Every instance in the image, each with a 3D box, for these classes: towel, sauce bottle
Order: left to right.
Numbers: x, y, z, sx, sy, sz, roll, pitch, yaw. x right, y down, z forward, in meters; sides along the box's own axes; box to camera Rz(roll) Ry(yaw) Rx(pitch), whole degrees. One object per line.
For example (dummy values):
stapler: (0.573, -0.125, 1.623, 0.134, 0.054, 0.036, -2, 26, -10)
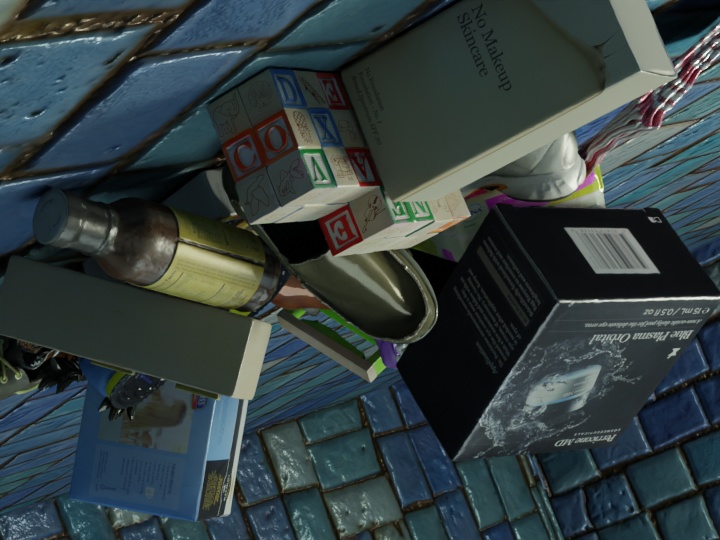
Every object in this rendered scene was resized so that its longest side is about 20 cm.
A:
sauce bottle: (-0.147, -0.018, 1.210, 0.065, 0.065, 0.200, -27, 149, 34)
towel: (0.270, -0.162, 1.398, 0.200, 0.030, 0.146, -42, 179, -20)

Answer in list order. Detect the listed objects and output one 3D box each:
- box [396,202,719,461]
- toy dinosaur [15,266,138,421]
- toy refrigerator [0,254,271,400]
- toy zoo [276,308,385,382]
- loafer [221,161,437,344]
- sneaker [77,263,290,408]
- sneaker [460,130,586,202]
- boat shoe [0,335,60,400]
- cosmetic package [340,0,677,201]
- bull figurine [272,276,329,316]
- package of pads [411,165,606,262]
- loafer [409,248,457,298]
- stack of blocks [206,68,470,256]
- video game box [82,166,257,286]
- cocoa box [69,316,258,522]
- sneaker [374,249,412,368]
box: (0.170, 0.054, 1.437, 0.196, 0.118, 0.200, -1, 135, -35)
toy dinosaur: (-0.221, 0.050, 1.456, 0.199, 0.136, 0.102, -14, -147, -37)
toy refrigerator: (-0.178, 0.048, 1.297, 0.199, 0.070, 0.076, 14, 176, 9)
toy zoo: (0.029, 0.014, 1.672, 0.200, 0.131, 0.021, -43, 142, -23)
loafer: (-0.026, -0.011, 1.234, 0.075, 0.200, 0.070, -48, -169, 15)
sneaker: (-0.148, 0.027, 1.380, 0.200, 0.078, 0.066, -37, 151, -7)
sneaker: (0.086, -0.108, 1.395, 0.199, 0.092, 0.076, -5, -146, 9)
boat shoe: (-0.323, 0.081, 1.504, 0.060, 0.072, 0.201, -30, 175, 36)
cosmetic package: (0.097, -0.132, 1.116, 0.200, 0.104, 0.073, -28, 169, 29)
bull figurine: (-0.049, 0.010, 1.590, 0.199, 0.065, 0.121, 11, 165, -16)
package of pads: (0.120, -0.065, 1.516, 0.154, 0.069, 0.200, -19, -165, -17)
loafer: (0.078, -0.017, 1.622, 0.073, 0.200, 0.071, -15, 135, 1)
stack of blocks: (-0.011, -0.074, 1.163, 0.058, 0.116, 0.200, -27, 170, 29)
video game box: (-0.106, -0.038, 1.386, 0.182, 0.047, 0.200, -16, 170, -42)
cocoa box: (-0.185, 0.131, 1.599, 0.133, 0.201, 0.131, 8, 177, 10)
sneaker: (0.000, 0.000, 1.507, 0.088, 0.201, 0.081, -8, -154, 19)
